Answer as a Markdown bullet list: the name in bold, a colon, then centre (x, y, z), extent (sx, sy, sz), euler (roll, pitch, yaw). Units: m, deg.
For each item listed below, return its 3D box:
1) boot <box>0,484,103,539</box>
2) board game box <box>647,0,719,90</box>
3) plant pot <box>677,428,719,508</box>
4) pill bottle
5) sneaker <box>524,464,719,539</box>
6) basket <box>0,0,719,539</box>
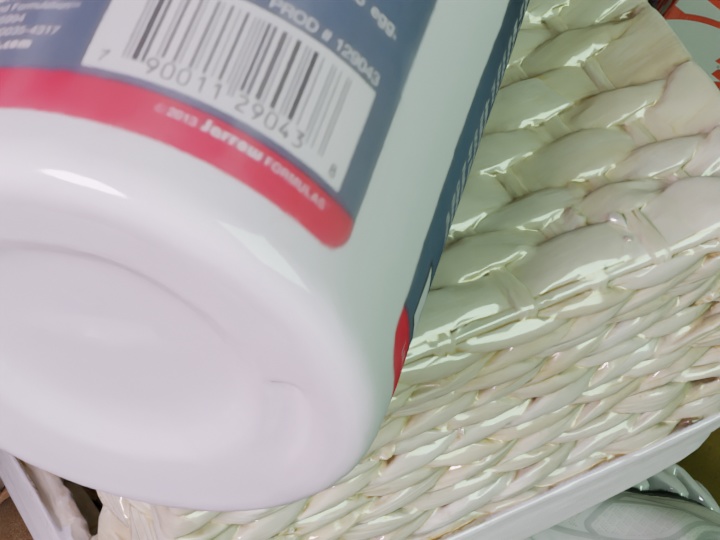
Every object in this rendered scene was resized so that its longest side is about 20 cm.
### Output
- **boot**: centre (-0.041, 0.144, 0.701), extent (0.200, 0.074, 0.076), euler (44, 40, -15)
- **board game box**: centre (0.121, -0.080, 0.832), extent (0.046, 0.152, 0.200), euler (38, 25, -1)
- **plant pot**: centre (0.160, 0.135, 0.911), extent (0.177, 0.200, 0.200), euler (-53, 130, -21)
- **pill bottle**: centre (-0.025, -0.060, 0.541), extent (0.120, 0.119, 0.201), euler (53, 45, -38)
- **sneaker**: centre (0.059, 0.092, 0.752), extent (0.199, 0.081, 0.076), euler (6, 103, -37)
- **basket**: centre (0.000, 0.000, 0.656), extent (0.199, 0.136, 0.124), euler (-21, 150, -24)
